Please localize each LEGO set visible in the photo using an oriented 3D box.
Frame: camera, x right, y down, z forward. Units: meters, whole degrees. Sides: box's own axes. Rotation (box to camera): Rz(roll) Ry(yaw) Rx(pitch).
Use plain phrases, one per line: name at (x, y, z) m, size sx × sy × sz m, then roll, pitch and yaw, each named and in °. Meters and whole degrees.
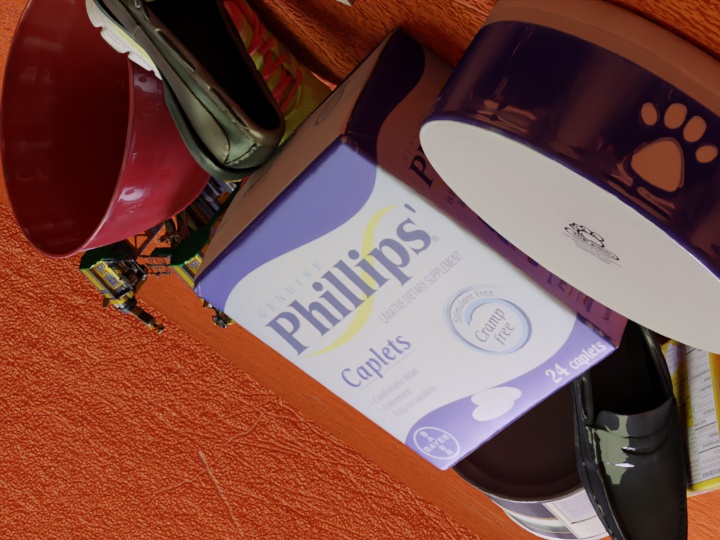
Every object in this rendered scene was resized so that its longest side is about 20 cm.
LEGO set at (-0.099, -0.008, 1.474) m, size 0.199 × 0.154 × 0.116 m, roll -10°, pitch 129°, yaw 48°

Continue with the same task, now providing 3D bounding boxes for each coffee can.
coffee can at (0.140, 0.110, 1.450) m, size 0.146 × 0.147 × 0.200 m, roll 30°, pitch 174°, yaw 21°

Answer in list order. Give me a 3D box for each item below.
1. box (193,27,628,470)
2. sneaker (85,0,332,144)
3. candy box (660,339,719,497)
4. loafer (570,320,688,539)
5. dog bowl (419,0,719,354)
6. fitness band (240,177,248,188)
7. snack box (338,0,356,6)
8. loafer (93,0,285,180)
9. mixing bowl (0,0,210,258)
box at (0.035, -0.006, 1.173) m, size 0.200 × 0.105 × 0.184 m, roll 36°, pitch 137°, yaw -12°
sneaker at (-0.083, -0.132, 1.272) m, size 0.199 × 0.078 × 0.090 m, roll 34°, pitch 162°, yaw -15°
candy box at (0.220, 0.092, 1.308) m, size 0.026 × 0.103 × 0.200 m, roll -8°, pitch 171°, yaw -4°
loafer at (0.170, 0.095, 1.285) m, size 0.070 × 0.068 × 0.202 m, roll -162°, pitch 58°, yaw -82°
dog bowl at (0.129, -0.045, 0.972) m, size 0.199 × 0.079 × 0.200 m, roll 33°, pitch 170°, yaw 6°
fitness band at (0.000, 0.000, 1.335) m, size 0.200 × 0.037 × 0.144 m, roll 45°, pitch -153°, yaw 7°
snack box at (-0.085, -0.200, 1.088) m, size 0.199 × 0.024 × 0.072 m, roll 27°, pitch 169°, yaw 35°
loafer at (-0.103, -0.152, 1.185) m, size 0.201 × 0.072 × 0.063 m, roll 59°, pitch 147°, yaw -2°
mixing bowl at (-0.163, -0.107, 1.410) m, size 0.108 × 0.202 × 0.200 m, roll 2°, pitch -169°, yaw -35°
